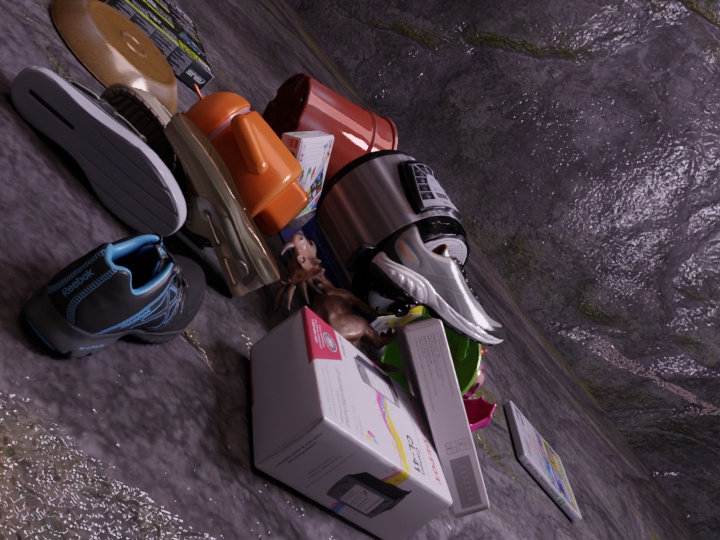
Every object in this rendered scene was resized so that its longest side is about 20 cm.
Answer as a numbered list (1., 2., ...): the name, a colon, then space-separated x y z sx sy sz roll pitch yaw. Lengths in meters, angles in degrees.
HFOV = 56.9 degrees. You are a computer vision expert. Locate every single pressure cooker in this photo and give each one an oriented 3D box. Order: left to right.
1. pressure cooker: 0.051 -0.036 0.889 0.180 0.174 0.202 80 -17 -59

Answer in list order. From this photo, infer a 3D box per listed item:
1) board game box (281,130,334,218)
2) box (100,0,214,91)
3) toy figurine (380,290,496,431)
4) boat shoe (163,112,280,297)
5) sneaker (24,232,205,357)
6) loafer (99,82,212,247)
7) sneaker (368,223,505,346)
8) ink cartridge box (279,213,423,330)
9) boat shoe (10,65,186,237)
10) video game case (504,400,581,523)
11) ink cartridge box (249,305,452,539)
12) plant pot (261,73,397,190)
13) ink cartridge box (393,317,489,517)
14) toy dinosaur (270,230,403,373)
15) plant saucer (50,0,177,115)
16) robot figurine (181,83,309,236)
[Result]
1. board game box: -0.091 -0.148 1.028 0.034 0.128 0.200 17 15 7
2. box: -0.332 -0.402 1.056 0.199 0.047 0.195 36 25 -48
3. toy figurine: 0.139 0.152 0.971 0.185 0.148 0.202 52 52 -44
4. boat shoe: -0.152 -0.060 0.679 0.202 0.064 0.072 64 -1 -30
5. sneaker: -0.166 0.013 0.530 0.073 0.082 0.200 49 14 2
6. loafer: -0.207 -0.114 0.726 0.201 0.075 0.069 56 11 -22
7. sneaker: 0.105 0.023 0.780 0.199 0.080 0.074 37 -5 -23
8. ink cartridge box: 0.000 0.000 0.990 0.198 0.047 0.199 1 50 -48
9. boat shoe: -0.237 -0.121 0.641 0.200 0.072 0.071 48 20 -7
10. video game case: 0.362 0.379 1.337 0.182 0.022 0.200 49 15 -11
11. ink cartridge box: -0.012 0.153 0.651 0.200 0.085 0.149 41 19 -34
12. plant pot: -0.069 -0.240 1.207 0.194 0.201 0.202 28 26 -36
13. ink cartridge box: 0.088 0.157 0.773 0.176 0.044 0.204 111 -35 -87
14. toy dinosaur: -0.035 0.059 0.767 0.135 0.086 0.201 35 14 -44
15. plant saucer: -0.310 -0.288 0.878 0.200 0.035 0.201 47 17 -18
16. robot figurine: -0.153 -0.141 0.846 0.201 0.116 0.144 49 16 -8
